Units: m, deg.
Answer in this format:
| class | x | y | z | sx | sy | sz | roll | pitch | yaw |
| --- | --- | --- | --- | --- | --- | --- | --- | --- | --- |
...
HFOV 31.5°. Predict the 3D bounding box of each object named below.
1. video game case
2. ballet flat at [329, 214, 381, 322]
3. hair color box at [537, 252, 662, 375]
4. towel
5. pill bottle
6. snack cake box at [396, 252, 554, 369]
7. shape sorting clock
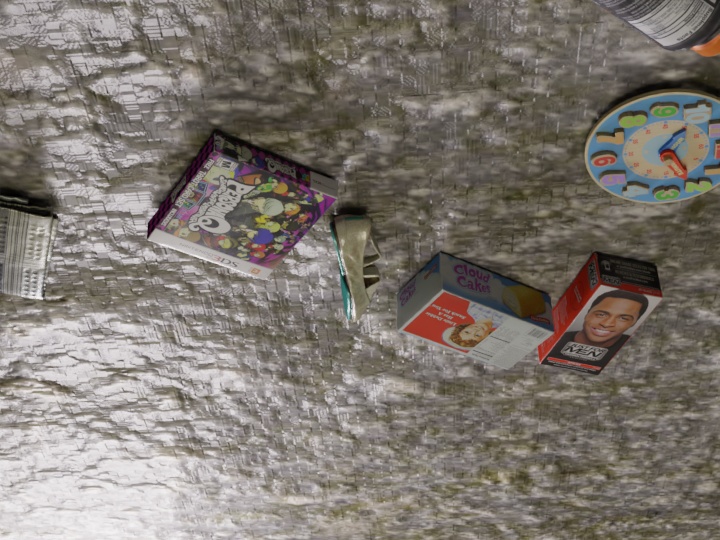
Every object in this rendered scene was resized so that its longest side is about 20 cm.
| class | x | y | z | sx | sy | sz | roll | pitch | yaw |
| --- | --- | --- | --- | --- | --- | --- | --- | --- | --- |
| video game case | -0.154 | -0.078 | 1.647 | 0.180 | 0.036 | 0.200 | 20 | 137 | -27 |
| ballet flat | 0.000 | 0.000 | 1.731 | 0.062 | 0.068 | 0.201 | -12 | 142 | -3 |
| hair color box | 0.339 | 0.065 | 1.829 | 0.100 | 0.062 | 0.201 | 11 | 139 | -14 |
| towel | -0.503 | -0.041 | 1.690 | 0.190 | 0.035 | 0.201 | 11 | 142 | -12 |
| pill bottle | 0.313 | -0.298 | 1.330 | 0.199 | 0.107 | 0.106 | 25 | 135 | -30 |
| snack cake box | 0.163 | 0.061 | 1.811 | 0.198 | 0.068 | 0.115 | 21 | 139 | -26 |
| shape sorting clock | 0.377 | -0.148 | 1.576 | 0.197 | 0.040 | 0.201 | -1 | 141 | -1 |
